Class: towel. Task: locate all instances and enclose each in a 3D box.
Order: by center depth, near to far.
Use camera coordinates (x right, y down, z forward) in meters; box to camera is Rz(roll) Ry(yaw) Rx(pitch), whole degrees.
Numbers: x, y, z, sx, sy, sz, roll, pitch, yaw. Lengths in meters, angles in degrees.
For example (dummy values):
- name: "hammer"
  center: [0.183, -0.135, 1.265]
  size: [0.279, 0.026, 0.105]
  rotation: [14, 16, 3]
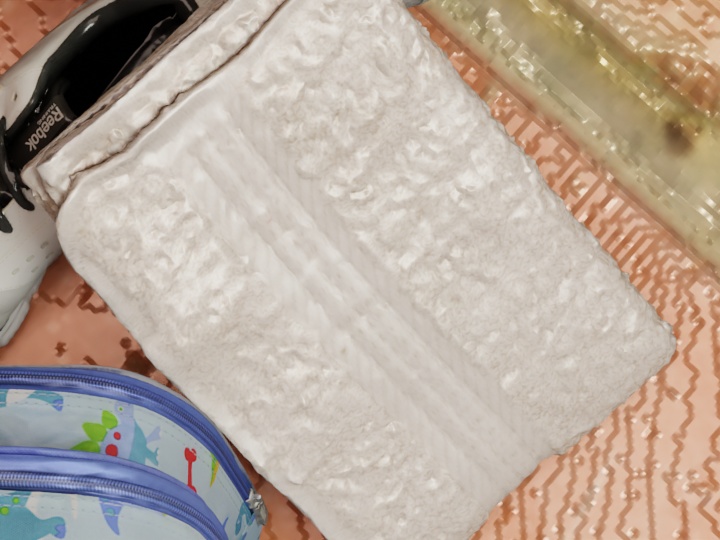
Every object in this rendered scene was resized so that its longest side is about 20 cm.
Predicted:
- name: "towel"
  center: [0.000, 0.000, 0.938]
  size: [0.132, 0.034, 0.200]
  rotation: [-41, 115, 3]

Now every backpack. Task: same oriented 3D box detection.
- name: "backpack"
  center: [-0.114, 0.110, 0.903]
  size: [0.182, 0.200, 0.148]
  rotation: [-1, 67, 7]

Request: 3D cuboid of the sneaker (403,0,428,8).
- name: "sneaker"
  center: [-0.007, -0.170, 0.974]
  size: [0.087, 0.074, 0.201]
  rotation: [-6, 73, -16]

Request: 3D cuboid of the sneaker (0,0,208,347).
- name: "sneaker"
  center: [-0.116, -0.031, 0.972]
  size: [0.200, 0.080, 0.074]
  rotation: [-44, 86, 3]
